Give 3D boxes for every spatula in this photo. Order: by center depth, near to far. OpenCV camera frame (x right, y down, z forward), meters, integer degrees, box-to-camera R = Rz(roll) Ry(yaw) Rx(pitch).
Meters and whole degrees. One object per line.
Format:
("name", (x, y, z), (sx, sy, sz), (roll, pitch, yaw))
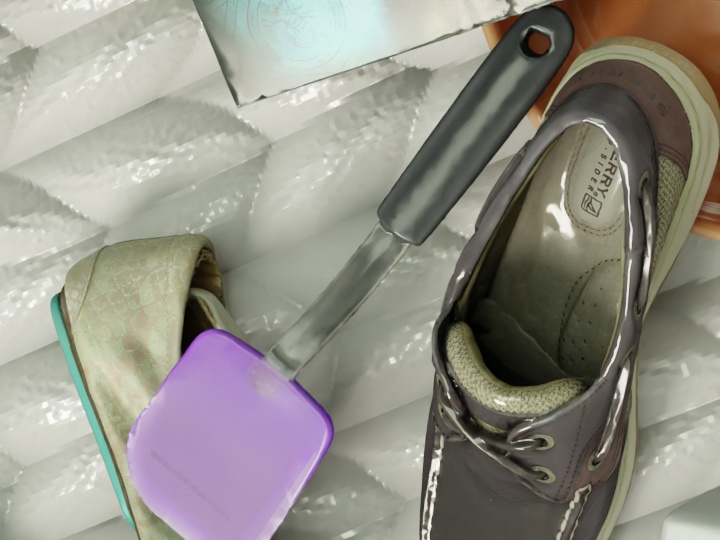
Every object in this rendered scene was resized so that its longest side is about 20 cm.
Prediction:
("spatula", (0.000, 0.000, 0.904), (0.056, 0.021, 0.200), (38, 93, 10))

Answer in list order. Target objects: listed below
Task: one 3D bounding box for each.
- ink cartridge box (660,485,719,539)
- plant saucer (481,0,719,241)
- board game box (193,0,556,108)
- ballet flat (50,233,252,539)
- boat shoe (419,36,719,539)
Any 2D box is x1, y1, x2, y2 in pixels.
("ink cartridge box", (0.186, 0.145, 0.816), (0.200, 0.145, 0.146), (10, 95, 20))
("plant saucer", (0.130, -0.107, 0.888), (0.200, 0.032, 0.201), (1, 93, 22))
("board game box", (-0.013, -0.161, 0.878), (0.135, 0.028, 0.200), (-17, 104, 25))
("ballet flat", (-0.043, 0.083, 0.946), (0.062, 0.067, 0.200), (-20, 86, 11))
("boat shoe", (0.051, 0.027, 0.888), (0.072, 0.065, 0.200), (28, 117, 21))
